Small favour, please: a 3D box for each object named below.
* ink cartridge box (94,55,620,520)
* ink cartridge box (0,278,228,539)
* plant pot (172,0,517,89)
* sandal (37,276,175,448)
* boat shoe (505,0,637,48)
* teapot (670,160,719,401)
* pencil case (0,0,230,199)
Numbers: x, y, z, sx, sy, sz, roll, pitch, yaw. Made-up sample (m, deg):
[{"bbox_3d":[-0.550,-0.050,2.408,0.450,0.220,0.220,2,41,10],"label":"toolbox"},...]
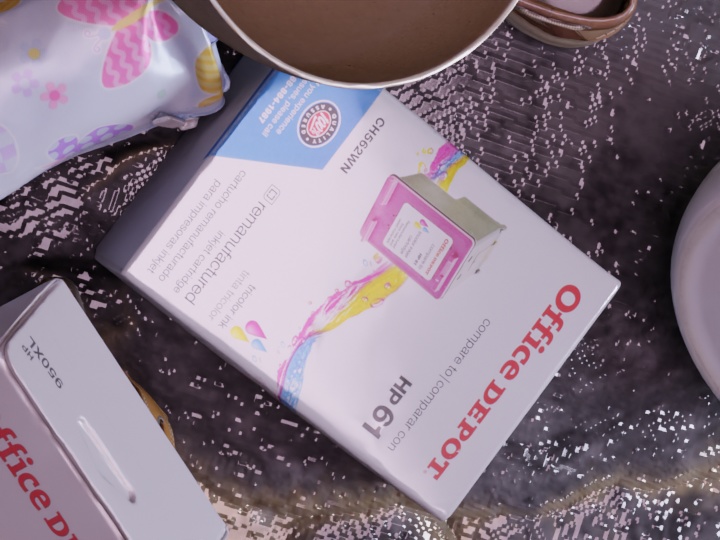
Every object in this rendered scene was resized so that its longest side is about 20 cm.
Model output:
[{"bbox_3d":[0.000,0.000,1.271,0.200,0.085,0.145,38,86,-17],"label":"ink cartridge box"},{"bbox_3d":[-0.181,0.115,1.191,0.200,0.084,0.145,-27,105,24],"label":"ink cartridge box"},{"bbox_3d":[-0.031,-0.183,1.165,0.200,0.134,0.201,-6,100,-33],"label":"plant pot"},{"bbox_3d":[-0.109,0.094,1.257,0.054,0.082,0.200,-21,101,-20],"label":"sandal"},{"bbox_3d":[0.049,-0.171,1.270,0.200,0.072,0.076,26,89,-15],"label":"boat shoe"},{"bbox_3d":[0.254,-0.010,1.306,0.197,0.200,0.146,34,46,13],"label":"teapot"},{"bbox_3d":[-0.159,-0.075,1.222,0.200,0.083,0.091,-27,117,-10],"label":"pencil case"}]
